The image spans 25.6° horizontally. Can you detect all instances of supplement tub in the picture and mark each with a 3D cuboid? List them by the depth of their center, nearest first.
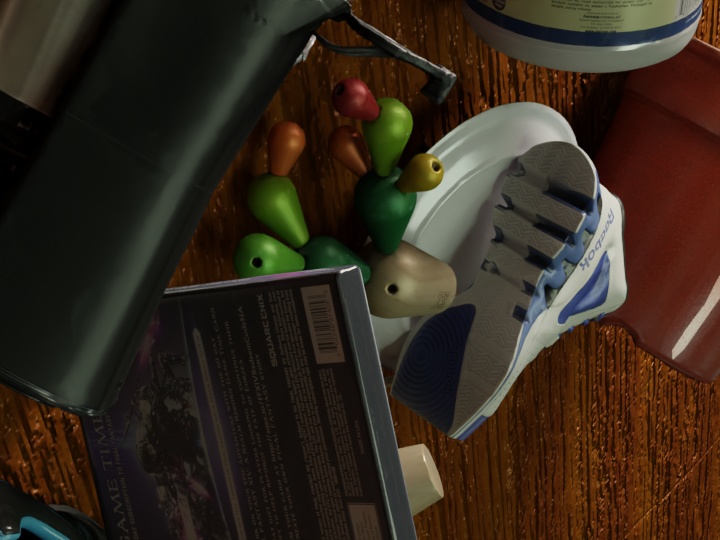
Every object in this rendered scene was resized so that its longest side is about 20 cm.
[{"bbox_3d":[0.131,-0.230,0.895,0.145,0.144,0.201,-31,135,-40],"label":"supplement tub"}]

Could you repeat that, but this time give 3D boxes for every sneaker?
[{"bbox_3d":[-0.165,0.154,0.800,0.074,0.081,0.200,-61,149,-9],"label":"sneaker"},{"bbox_3d":[0.115,0.024,1.017,0.115,0.080,0.200,21,103,-50],"label":"sneaker"}]

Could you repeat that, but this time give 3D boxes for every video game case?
[{"bbox_3d":[-0.063,0.077,0.743,0.019,0.199,0.144,-18,98,-46],"label":"video game case"}]

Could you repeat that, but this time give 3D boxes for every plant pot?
[{"bbox_3d":[0.238,-0.040,1.132,0.196,0.200,0.200,-59,147,6],"label":"plant pot"}]

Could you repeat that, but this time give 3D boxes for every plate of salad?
[{"bbox_3d":[0.065,-0.023,1.032,0.199,0.048,0.201,-28,138,-28],"label":"plate of salad"}]

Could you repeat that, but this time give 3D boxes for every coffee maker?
[{"bbox_3d":[-0.096,-0.044,0.653,0.201,0.191,0.135,-62,163,2],"label":"coffee maker"}]

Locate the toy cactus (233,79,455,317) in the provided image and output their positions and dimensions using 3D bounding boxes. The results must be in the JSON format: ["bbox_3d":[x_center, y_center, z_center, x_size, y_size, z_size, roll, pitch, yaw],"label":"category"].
[{"bbox_3d":[0.000,0.000,0.892,0.164,0.102,0.202,10,101,-49],"label":"toy cactus"}]

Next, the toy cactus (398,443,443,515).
[{"bbox_3d":[-0.035,0.136,0.872,0.164,0.103,0.201,-22,120,8],"label":"toy cactus"}]

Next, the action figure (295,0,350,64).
[{"bbox_3d":[-0.017,-0.195,0.741,0.069,0.130,0.202,-1,105,-43],"label":"action figure"}]

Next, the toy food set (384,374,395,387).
[{"bbox_3d":[-0.008,0.175,1.002,0.143,0.060,0.202,-13,99,-51],"label":"toy food set"}]
